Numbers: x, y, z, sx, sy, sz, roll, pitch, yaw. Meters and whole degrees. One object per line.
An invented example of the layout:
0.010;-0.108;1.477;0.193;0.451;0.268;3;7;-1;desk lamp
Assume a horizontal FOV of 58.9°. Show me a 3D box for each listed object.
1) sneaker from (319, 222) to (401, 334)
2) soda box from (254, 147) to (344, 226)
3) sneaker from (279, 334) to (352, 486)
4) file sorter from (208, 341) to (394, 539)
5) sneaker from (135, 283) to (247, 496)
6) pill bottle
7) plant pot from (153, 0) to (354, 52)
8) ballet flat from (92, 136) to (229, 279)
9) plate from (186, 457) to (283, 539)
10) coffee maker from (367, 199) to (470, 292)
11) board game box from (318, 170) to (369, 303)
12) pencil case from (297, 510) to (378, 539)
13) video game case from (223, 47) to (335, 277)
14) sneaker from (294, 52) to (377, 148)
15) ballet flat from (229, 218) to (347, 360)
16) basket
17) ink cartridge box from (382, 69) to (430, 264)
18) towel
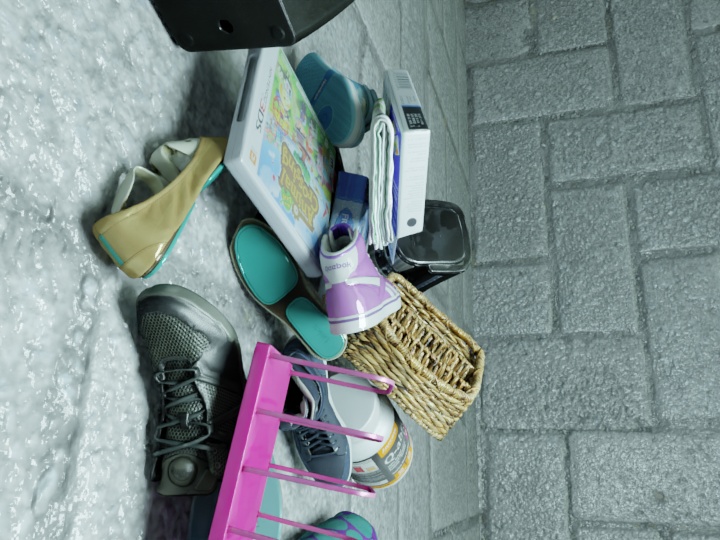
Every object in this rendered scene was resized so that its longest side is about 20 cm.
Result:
0.001;0.000;0.748;0.200;0.071;0.117;-25;103;-81;sneaker
-0.075;-0.092;0.822;0.202;0.069;0.064;-74;153;-49;soda box
-0.065;0.190;0.760;0.146;0.075;0.206;-56;131;-81;sneaker
-0.047;0.186;0.571;0.139;0.123;0.204;84;17;-75;file sorter
-0.143;0.112;0.542;0.115;0.075;0.202;-82;166;-53;sneaker
0.004;0.236;0.936;0.201;0.114;0.118;64;28;-52;pill bottle
-0.108;-0.316;0.591;0.201;0.196;0.180;64;39;-51;plant pot
-0.163;-0.077;0.551;0.063;0.068;0.202;43;33;-22;ballet flat
-0.119;0.267;0.674;0.200;0.025;0.205;-4;90;-74;plate
0.096;-0.033;1.054;0.190;0.200;0.137;-24;85;-29;coffee maker
-0.017;-0.028;0.907;0.200;0.042;0.203;-32;133;-84;board game box
-0.040;0.374;0.814;0.200;0.084;0.094;20;51;-71;pencil case
-0.075;-0.122;0.682;0.201;0.022;0.185;59;30;-53;video game case
-0.009;-0.217;0.875;0.129;0.080;0.202;21;31;-39;sneaker
-0.087;0.024;0.745;0.202;0.067;0.062;57;-4;-20;ballet flat
0.080;0.115;0.900;0.200;0.149;0.143;42;-4;-4;basket
0.055;-0.147;0.896;0.200;0.042;0.203;-99;-170;-52;ink cartridge box
0.028;-0.127;0.781;0.201;0.030;0.152;-83;175;-69;towel
